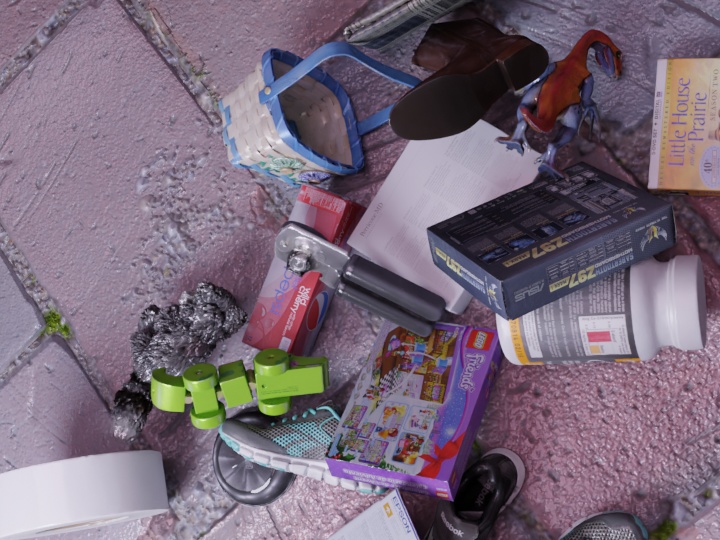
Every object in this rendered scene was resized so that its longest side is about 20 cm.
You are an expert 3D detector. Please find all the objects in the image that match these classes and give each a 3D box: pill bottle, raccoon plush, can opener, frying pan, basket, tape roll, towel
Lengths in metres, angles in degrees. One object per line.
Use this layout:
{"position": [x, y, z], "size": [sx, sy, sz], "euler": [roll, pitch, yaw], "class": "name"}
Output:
{"position": [0.247, 0.037, 1.161], "size": [0.200, 0.116, 0.116], "euler": [-3, 80, 22], "class": "pill bottle"}
{"position": [-0.201, 0.105, 1.304], "size": [0.134, 0.097, 0.200], "euler": [-26, 46, 46], "class": "raccoon plush"}
{"position": [0.000, 0.000, 1.239], "size": [0.200, 0.067, 0.053], "euler": [26, 128, -2], "class": "can opener"}
{"position": [-0.093, 0.223, 1.318], "size": [0.190, 0.031, 0.115], "euler": [4, 86, 24], "class": "frying pan"}
{"position": [-0.045, -0.181, 1.286], "size": [0.200, 0.176, 0.139], "euler": [-32, 62, 30], "class": "basket"}
{"position": [-0.326, 0.261, 1.309], "size": [0.202, 0.202, 0.071], "euler": [-16, 77, 19], "class": "tape roll"}
{"position": [0.081, -0.304, 1.245], "size": [0.200, 0.193, 0.035], "euler": [-27, 91, 15], "class": "towel"}

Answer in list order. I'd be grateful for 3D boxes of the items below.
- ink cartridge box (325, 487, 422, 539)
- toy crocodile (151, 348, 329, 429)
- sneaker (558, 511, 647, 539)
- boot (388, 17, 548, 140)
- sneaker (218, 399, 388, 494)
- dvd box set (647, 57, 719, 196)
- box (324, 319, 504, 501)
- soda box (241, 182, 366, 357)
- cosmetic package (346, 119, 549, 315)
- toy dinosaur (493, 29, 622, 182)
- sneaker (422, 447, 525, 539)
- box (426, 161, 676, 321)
{"position": [0.051, 0.338, 1.172], "size": [0.200, 0.043, 0.196], "euler": [-48, 61, 52], "class": "ink cartridge box"}
{"position": [-0.133, 0.124, 1.255], "size": [0.200, 0.062, 0.068], "euler": [-10, 119, -4], "class": "toy crocodile"}
{"position": [0.198, 0.312, 1.141], "size": [0.200, 0.091, 0.078], "euler": [-34, 79, 13], "class": "sneaker"}
{"position": [0.084, -0.215, 1.226], "size": [0.186, 0.064, 0.200], "euler": [-24, 29, -10], "class": "boot"}
{"position": [-0.057, 0.186, 1.270], "size": [0.200, 0.078, 0.091], "euler": [15, 79, 1], "class": "sneaker"}
{"position": [0.405, -0.149, 1.174], "size": [0.200, 0.029, 0.146], "euler": [4, 83, 22], "class": "dvd box set"}
{"position": [0.061, 0.140, 1.205], "size": [0.137, 0.039, 0.200], "euler": [7, 50, 23], "class": "box"}
{"position": [-0.064, 0.004, 1.315], "size": [0.063, 0.070, 0.200], "euler": [22, 91, 21], "class": "soda box"}
{"position": [0.100, -0.074, 1.272], "size": [0.151, 0.052, 0.200], "euler": [34, 95, 21], "class": "cosmetic package"}
{"position": [0.226, -0.187, 1.186], "size": [0.105, 0.200, 0.182], "euler": [29, 80, -1], "class": "toy dinosaur"}
{"position": [0.100, 0.276, 1.196], "size": [0.066, 0.090, 0.200], "euler": [31, 94, 24], "class": "sneaker"}
{"position": [0.190, -0.035, 1.142], "size": [0.200, 0.051, 0.158], "euler": [-24, 28, -15], "class": "box"}
